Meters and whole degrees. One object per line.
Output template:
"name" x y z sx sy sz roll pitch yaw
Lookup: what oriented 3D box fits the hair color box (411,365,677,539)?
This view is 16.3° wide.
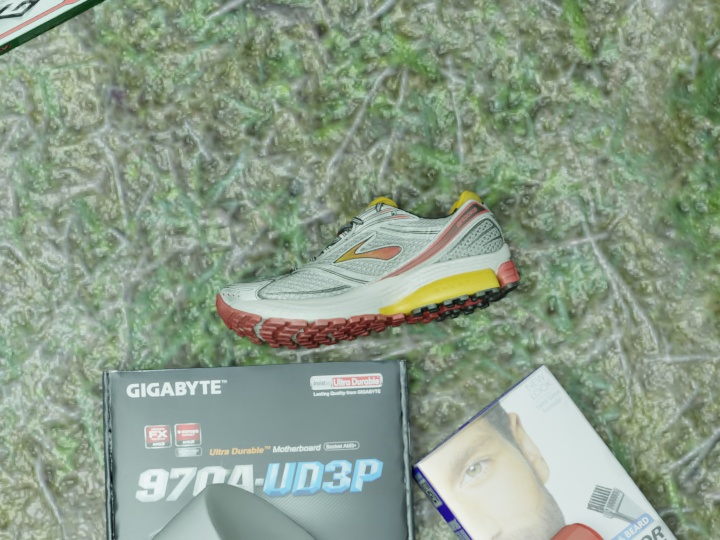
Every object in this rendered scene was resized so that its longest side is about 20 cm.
"hair color box" 0.134 0.174 1.624 0.109 0.065 0.200 -37 84 -7

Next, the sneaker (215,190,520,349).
"sneaker" 0.000 0.000 1.640 0.198 0.078 0.083 -13 79 -15

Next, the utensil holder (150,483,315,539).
"utensil holder" -0.102 0.252 1.512 0.170 0.170 0.200 44 102 3

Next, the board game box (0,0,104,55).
"board game box" -0.231 -0.225 1.674 0.199 0.029 0.135 -29 85 -7

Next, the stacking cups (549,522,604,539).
"stacking cups" 0.082 0.230 1.522 0.200 0.061 0.061 -36 85 -34

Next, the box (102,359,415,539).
"box" -0.065 0.141 1.622 0.198 0.046 0.160 -2 82 -4
